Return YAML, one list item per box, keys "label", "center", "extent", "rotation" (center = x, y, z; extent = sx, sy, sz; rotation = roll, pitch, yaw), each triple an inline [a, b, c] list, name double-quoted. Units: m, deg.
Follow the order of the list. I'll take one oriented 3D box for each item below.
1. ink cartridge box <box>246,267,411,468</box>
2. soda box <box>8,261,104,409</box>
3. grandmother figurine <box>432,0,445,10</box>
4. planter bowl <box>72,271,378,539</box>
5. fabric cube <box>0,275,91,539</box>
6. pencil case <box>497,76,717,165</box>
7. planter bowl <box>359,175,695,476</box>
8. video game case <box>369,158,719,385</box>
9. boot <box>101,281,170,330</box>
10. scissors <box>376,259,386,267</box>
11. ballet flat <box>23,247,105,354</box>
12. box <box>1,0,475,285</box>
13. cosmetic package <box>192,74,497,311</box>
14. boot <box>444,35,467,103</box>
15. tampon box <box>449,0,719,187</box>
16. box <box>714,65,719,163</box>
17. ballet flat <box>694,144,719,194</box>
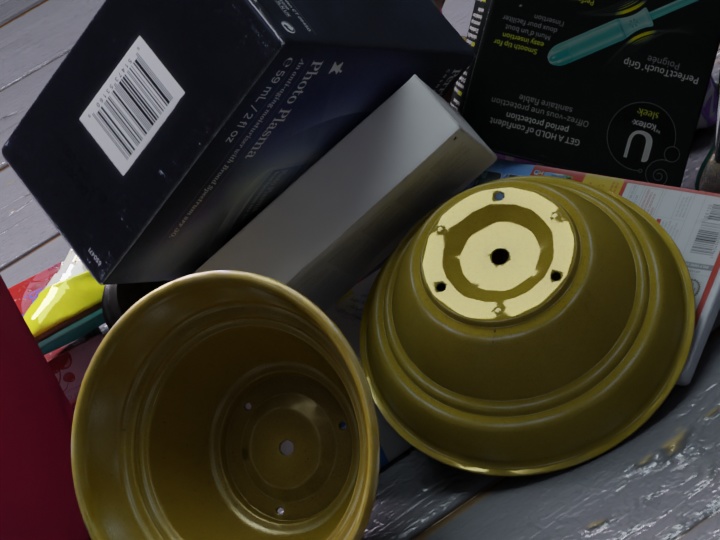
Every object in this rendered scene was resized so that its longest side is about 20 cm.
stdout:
- label: "ink cartridge box"
  center: [0.026, 0.050, 1.570]
  extent: [0.200, 0.067, 0.116]
  rotation: [-33, 23, -18]
- label: "soda box"
  center: [-0.223, 0.059, 1.845]
  extent: [0.070, 0.063, 0.200]
  rotation: [-28, 20, -6]
- label: "grandmother figurine"
  center: [0.084, -0.232, 1.718]
  extent: [0.200, 0.061, 0.121]
  rotation: [-43, 27, -7]
- label: "planter bowl"
  center: [-0.059, 0.102, 1.433]
  extent: [0.200, 0.201, 0.083]
  rotation: [-15, -9, 27]
- label: "fabric cube"
  center: [-0.294, 0.133, 1.562]
  extent: [0.200, 0.199, 0.196]
  rotation: [-20, 20, 15]
- label: "pencil case"
  center: [0.158, -0.118, 1.791]
  extent: [0.200, 0.084, 0.086]
  rotation: [-18, 57, 18]
- label: "planter bowl"
  center: [0.087, 0.010, 1.435]
  extent: [0.200, 0.083, 0.200]
  rotation: [-7, 57, 11]
- label: "video game case"
  center: [0.123, -0.005, 1.512]
  extent: [0.200, 0.017, 0.143]
  rotation: [10, 50, 22]
- label: "boot"
  center: [-0.126, 0.041, 1.645]
  extent: [0.158, 0.079, 0.211]
  rotation: [-23, -16, 38]
- label: "scissors"
  center: [0.000, 0.000, 1.708]
  extent: [0.200, 0.014, 0.073]
  rotation: [-21, -25, 38]
- label: "ballet flat"
  center: [-0.161, -0.003, 1.740]
  extent: [0.200, 0.067, 0.067]
  rotation: [-24, -7, -12]
- label: "box"
  center: [-0.071, -0.101, 1.516]
  extent: [0.198, 0.123, 0.200]
  rotation: [-5, -40, -54]
- label: "cosmetic package"
  center: [-0.017, -0.027, 1.508]
  extent: [0.200, 0.051, 0.083]
  rotation: [-41, -19, 7]
- label: "boot"
  center: [0.028, -0.130, 1.783]
  extent: [0.073, 0.200, 0.156]
  rotation: [0, 51, -20]
- label: "tampon box"
  center: [0.151, -0.165, 1.612]
  extent: [0.150, 0.200, 0.126]
  rotation: [14, 7, -3]
- label: "box"
  center: [0.306, -0.137, 1.576]
  extent: [0.158, 0.051, 0.200]
  rotation: [6, 42, 6]
- label: "ballet flat"
  center: [0.300, -0.092, 1.602]
  extent: [0.200, 0.068, 0.067]
  rotation: [-37, 40, -25]
